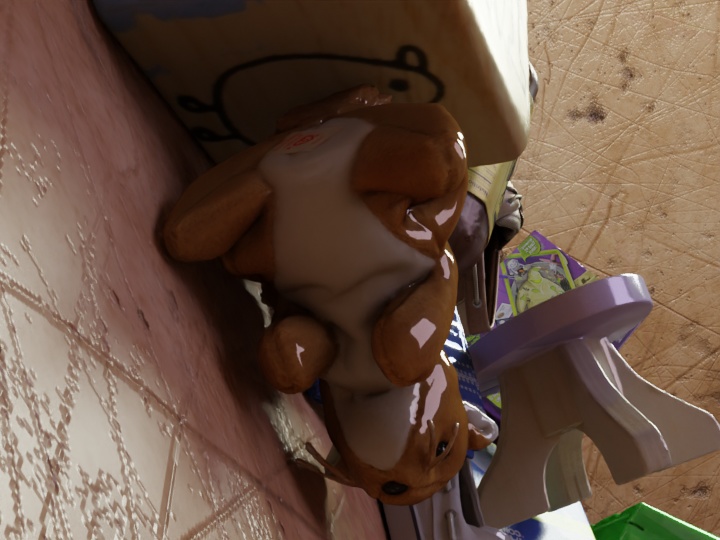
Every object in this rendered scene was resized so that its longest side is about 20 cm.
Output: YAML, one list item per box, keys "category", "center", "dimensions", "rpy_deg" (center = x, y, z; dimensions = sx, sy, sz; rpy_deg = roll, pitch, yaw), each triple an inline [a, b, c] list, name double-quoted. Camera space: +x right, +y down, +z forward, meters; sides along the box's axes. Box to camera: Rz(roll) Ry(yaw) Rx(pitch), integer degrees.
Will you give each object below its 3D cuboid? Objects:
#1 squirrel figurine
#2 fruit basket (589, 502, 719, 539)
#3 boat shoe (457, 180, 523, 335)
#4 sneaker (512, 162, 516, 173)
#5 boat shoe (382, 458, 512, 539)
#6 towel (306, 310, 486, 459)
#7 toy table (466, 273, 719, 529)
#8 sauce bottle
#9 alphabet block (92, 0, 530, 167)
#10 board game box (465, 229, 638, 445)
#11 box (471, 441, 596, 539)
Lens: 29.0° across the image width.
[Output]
- category: "squirrel figurine"
  center: [0.006, 0.014, 0.702]
  dimensions: [0.200, 0.141, 0.188]
  rpy_deg: [-93, 163, -68]
- category: "fruit basket"
  center: [0.234, 0.300, 1.087]
  dimensions: [0.215, 0.156, 0.216]
  rpy_deg: [29, -29, 18]
- category: "boat shoe"
  center: [0.090, -0.044, 1.048]
  dimensions: [0.076, 0.071, 0.202]
  rpy_deg: [31, 68, -65]
- category: "sneaker"
  center: [0.037, -0.106, 0.960]
  dimensions: [0.199, 0.079, 0.090]
  rpy_deg: [2, 22, -42]
- category: "boat shoe"
  center: [0.060, 0.173, 0.809]
  dimensions: [0.074, 0.065, 0.201]
  rpy_deg: [59, 8, -41]
- category: "towel"
  center: [0.007, 0.017, 0.873]
  dimensions: [0.144, 0.024, 0.201]
  rpy_deg: [22, 40, -36]
- category: "toy table"
  center: [0.140, 0.091, 0.920]
  dimensions: [0.200, 0.183, 0.118]
  rpy_deg: [90, -20, -76]
- category: "sauce bottle"
  center: [0.054, -0.045, 0.854]
  dimensions: [0.065, 0.064, 0.201]
  rpy_deg: [56, 50, -53]
- category: "alphabet block"
  center: [-0.016, -0.181, 0.794]
  dimensions: [0.200, 0.194, 0.198]
  rpy_deg: [52, 37, -57]
- category: "board game box"
  center: [0.133, 0.055, 1.099]
  dimensions: [0.120, 0.032, 0.200]
  rpy_deg: [42, 46, 9]
- category: "box"
  center: [0.106, 0.176, 1.019]
  dimensions: [0.121, 0.048, 0.200]
  rpy_deg: [20, 28, -23]
